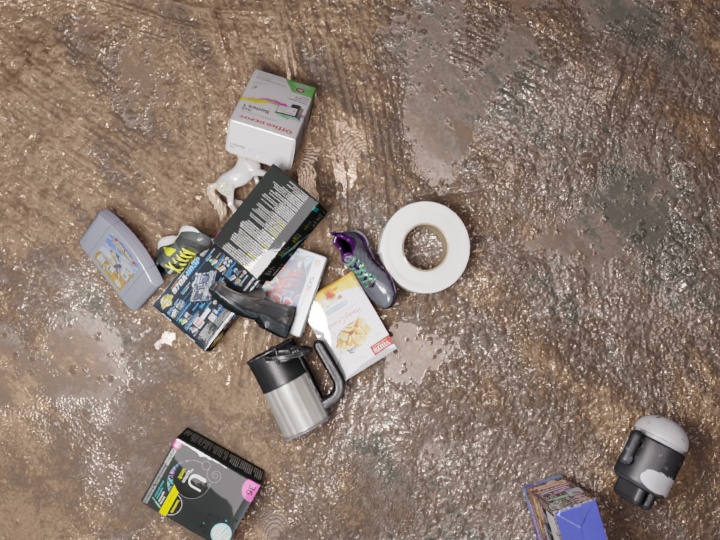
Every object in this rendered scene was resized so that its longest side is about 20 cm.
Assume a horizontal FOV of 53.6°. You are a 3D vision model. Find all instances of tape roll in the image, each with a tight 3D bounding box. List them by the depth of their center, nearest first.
[{"bbox_3d":[0.139,-0.049,1.583,0.199,0.071,0.205,0,88,-4],"label":"tape roll"}]

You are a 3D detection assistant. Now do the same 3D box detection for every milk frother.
[{"bbox_3d":[-0.138,0.243,1.480,0.179,0.200,0.190,-28,90,15],"label":"milk frother"}]

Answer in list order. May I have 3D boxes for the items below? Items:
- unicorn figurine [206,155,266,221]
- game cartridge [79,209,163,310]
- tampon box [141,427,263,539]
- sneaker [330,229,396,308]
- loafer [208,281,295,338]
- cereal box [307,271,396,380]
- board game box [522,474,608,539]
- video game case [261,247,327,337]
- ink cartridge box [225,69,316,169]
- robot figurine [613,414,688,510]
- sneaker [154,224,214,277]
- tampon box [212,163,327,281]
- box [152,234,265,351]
[{"bbox_3d":[-0.253,-0.209,1.558,0.200,0.074,0.138,-45,114,-24],"label":"unicorn figurine"},{"bbox_3d":[-0.509,-0.024,1.519,0.201,0.133,0.041,52,42,0],"label":"game cartridge"},{"bbox_3d":[-0.326,0.453,1.496,0.198,0.126,0.151,29,87,-2],"label":"tampon box"},{"bbox_3d":[0.000,0.000,1.535,0.074,0.087,0.201,-46,63,29],"label":"sneaker"},{"bbox_3d":[-0.224,0.068,1.487,0.199,0.072,0.073,33,74,-29],"label":"loafer"},{"bbox_3d":[-0.029,0.124,1.580,0.143,0.040,0.201,-31,90,-3],"label":"cereal box"},{"bbox_3d":[0.440,0.547,1.513,0.096,0.200,0.161,-16,89,-5],"label":"board game box"},{"bbox_3d":[-0.192,0.027,1.562,0.198,0.023,0.184,19,87,11],"label":"video game case"},{"bbox_3d":[-0.188,-0.323,1.514,0.143,0.084,0.201,16,47,-3],"label":"ink cartridge box"},{"bbox_3d":[0.638,0.419,1.573,0.124,0.150,0.202,26,87,19],"label":"robot figurine"},{"bbox_3d":[-0.371,-0.033,1.494,0.074,0.199,0.086,28,63,-31],"label":"sneaker"},{"bbox_3d":[-0.185,-0.094,1.483,0.126,0.150,0.201,40,90,5],"label":"tampon box"},{"bbox_3d":[-0.327,0.049,1.542,0.158,0.046,0.201,37,88,10],"label":"box"}]
